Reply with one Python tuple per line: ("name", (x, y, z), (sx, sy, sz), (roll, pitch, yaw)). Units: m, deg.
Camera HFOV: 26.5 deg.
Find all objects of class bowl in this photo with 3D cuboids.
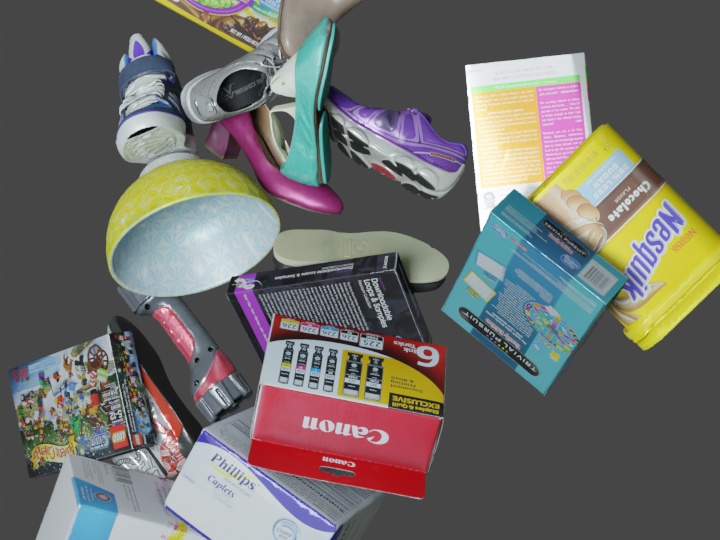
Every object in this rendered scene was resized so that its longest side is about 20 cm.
("bowl", (-0.201, -0.068, 1.742), (0.200, 0.200, 0.108), (-31, 59, 16))

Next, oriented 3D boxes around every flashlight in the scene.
("flashlight", (-0.210, 0.085, 1.800), (0.200, 0.068, 0.068), (50, 119, 9))

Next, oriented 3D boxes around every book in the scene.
("book", (0.191, -0.132, 1.678), (0.133, 0.048, 0.201), (-4, 92, 14))

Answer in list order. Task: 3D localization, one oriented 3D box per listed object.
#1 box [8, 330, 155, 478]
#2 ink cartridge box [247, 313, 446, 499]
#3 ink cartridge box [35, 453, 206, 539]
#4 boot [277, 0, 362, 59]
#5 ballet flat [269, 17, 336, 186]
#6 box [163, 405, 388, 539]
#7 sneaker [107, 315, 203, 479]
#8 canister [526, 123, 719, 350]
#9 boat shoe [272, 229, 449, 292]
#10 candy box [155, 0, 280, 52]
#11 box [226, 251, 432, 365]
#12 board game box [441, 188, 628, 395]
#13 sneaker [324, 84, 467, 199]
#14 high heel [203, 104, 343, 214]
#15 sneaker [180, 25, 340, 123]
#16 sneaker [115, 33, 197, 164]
("box", (-0.333, 0.161, 1.811), (0.200, 0.038, 0.137), (-20, 80, 39))
("ink cartridge box", (-0.012, 0.145, 1.650), (0.199, 0.176, 0.084), (10, 124, -3))
("ink cartridge box", (-0.255, 0.322, 1.737), (0.200, 0.147, 0.146), (18, 101, -20))
("boot", (0.000, -0.320, 1.672), (0.146, 0.070, 0.200), (-6, 51, 34))
("ballet flat", (-0.065, -0.181, 1.660), (0.070, 0.067, 0.200), (7, 124, 5))
("box", (-0.090, 0.251, 1.699), (0.184, 0.200, 0.105), (34, 103, 13))
("sneaker", (-0.274, 0.162, 1.821), (0.108, 0.067, 0.202), (-34, 85, 13))
("canister", (0.280, -0.038, 1.612), (0.200, 0.087, 0.149), (45, 97, 0))
("boat shoe", (0.000, -0.002, 1.736), (0.201, 0.074, 0.063), (5, 133, 6))
("candy box", (-0.151, -0.319, 1.733), (0.200, 0.026, 0.102), (27, 99, -19))
("box", (-0.033, 0.052, 1.717), (0.200, 0.036, 0.143), (-7, 132, 17))
("board game box", (0.180, 0.026, 1.622), (0.151, 0.200, 0.047), (40, 58, 12))
("sneaker", (0.034, -0.155, 1.722), (0.200, 0.081, 0.083), (32, 72, 18))
("high heel", (-0.091, -0.142, 1.748), (0.200, 0.067, 0.096), (31, 111, 17))
("sneaker", (-0.100, -0.217, 1.711), (0.200, 0.082, 0.075), (-34, 112, -15))
("sneaker", (-0.247, -0.201, 1.728), (0.080, 0.200, 0.147), (-21, 84, 6))
